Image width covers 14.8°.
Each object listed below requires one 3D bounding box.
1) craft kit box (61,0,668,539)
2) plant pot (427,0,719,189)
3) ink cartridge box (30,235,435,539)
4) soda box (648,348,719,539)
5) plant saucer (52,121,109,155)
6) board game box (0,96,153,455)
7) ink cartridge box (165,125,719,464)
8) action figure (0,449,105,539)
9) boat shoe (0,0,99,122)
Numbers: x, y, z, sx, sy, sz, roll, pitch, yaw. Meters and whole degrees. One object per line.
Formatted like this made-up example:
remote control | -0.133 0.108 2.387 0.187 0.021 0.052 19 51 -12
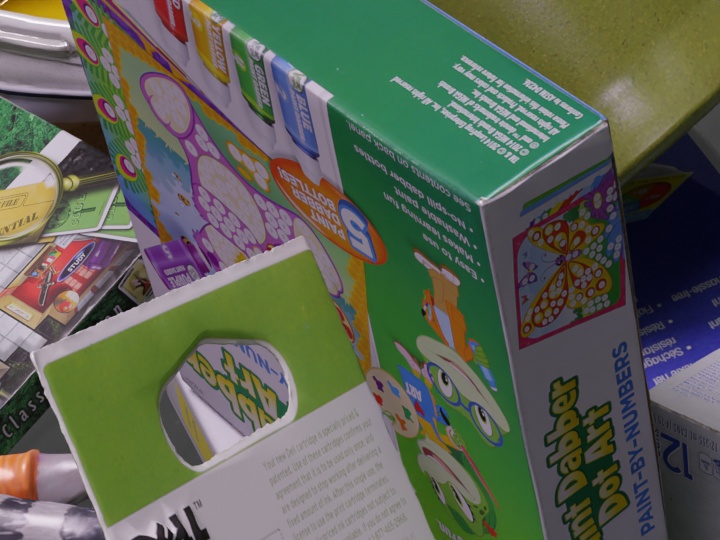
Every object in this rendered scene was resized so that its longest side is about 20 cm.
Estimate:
craft kit box | 0.000 0.000 0.756 0.048 0.198 0.200 -35 46 -19
plant pot | 0.028 -0.111 0.849 0.193 0.200 0.200 49 63 -2
ink cartridge box | -0.033 0.107 0.672 0.076 0.200 0.148 -20 2 27
soda box | 0.165 0.079 0.702 0.063 0.068 0.200 -28 34 -33
plant saucer | -0.066 -0.076 1.017 0.200 0.035 0.201 -7 52 10
board game box | -0.152 0.033 0.923 0.105 0.023 0.200 26 67 38
ink cartridge box | 0.057 0.049 0.865 0.197 0.047 0.200 -21 45 -10
action figure | -0.150 0.046 0.774 0.193 0.105 0.200 17 62 3
boat shoe | -0.056 -0.102 0.955 0.201 0.086 0.075 1 55 16
